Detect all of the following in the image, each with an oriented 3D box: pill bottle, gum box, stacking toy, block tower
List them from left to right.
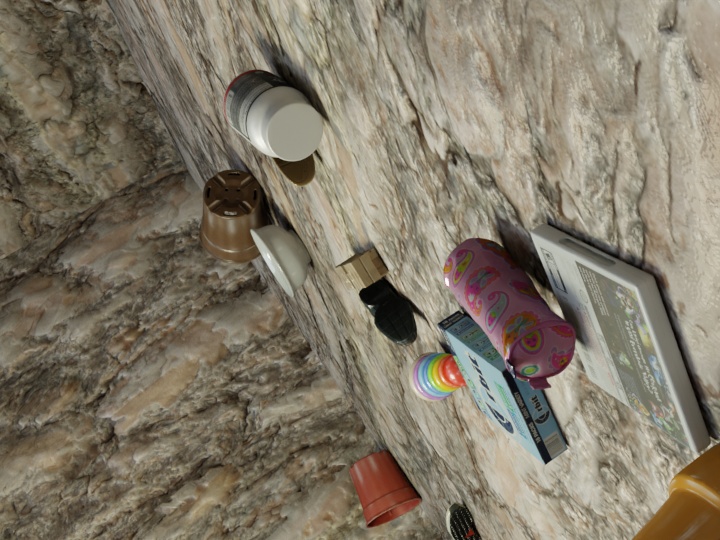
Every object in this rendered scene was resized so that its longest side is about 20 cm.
[{"bbox_3d":[-0.141,-0.250,1.676,0.200,0.116,0.116,43,162,56],"label":"pill bottle"},{"bbox_3d":[0.000,0.000,1.925,0.058,0.054,0.200,59,170,-4],"label":"block tower"},{"bbox_3d":[0.145,0.170,1.702,0.085,0.085,0.200,58,164,1],"label":"stacking toy"},{"bbox_3d":[0.200,0.163,1.483,0.170,0.045,0.200,62,168,-24],"label":"gum box"}]

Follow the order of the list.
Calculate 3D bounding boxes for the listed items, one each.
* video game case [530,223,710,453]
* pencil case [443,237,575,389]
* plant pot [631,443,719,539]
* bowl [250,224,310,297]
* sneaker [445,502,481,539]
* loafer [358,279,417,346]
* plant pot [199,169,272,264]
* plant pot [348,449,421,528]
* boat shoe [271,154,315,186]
[{"bbox_3d":[0.250,0.062,1.005,0.200,0.023,0.182,64,169,-26],"label":"video game case"},{"bbox_3d":[0.160,0.043,1.131,0.087,0.087,0.200,65,176,-36],"label":"pencil case"},{"bbox_3d":[0.312,0.288,0.923,0.200,0.183,0.200,55,169,16],"label":"plant pot"},{"bbox_3d":[-0.187,-0.040,2.594,0.201,0.090,0.201,55,170,14],"label":"bowl"},{"bbox_3d":[0.243,0.645,2.641,0.093,0.070,0.200,38,161,46],"label":"sneaker"},{"bbox_3d":[0.063,0.086,1.867,0.072,0.073,0.200,54,-177,-31],"label":"loafer"},{"bbox_3d":[-0.333,-0.150,2.717,0.200,0.200,0.198,54,162,21],"label":"plant pot"},{"bbox_3d":[0.068,0.704,3.374,0.201,0.201,0.195,83,162,-67],"label":"plant pot"},{"bbox_3d":[-0.139,-0.236,1.853,0.200,0.072,0.065,59,179,10],"label":"boat shoe"}]
